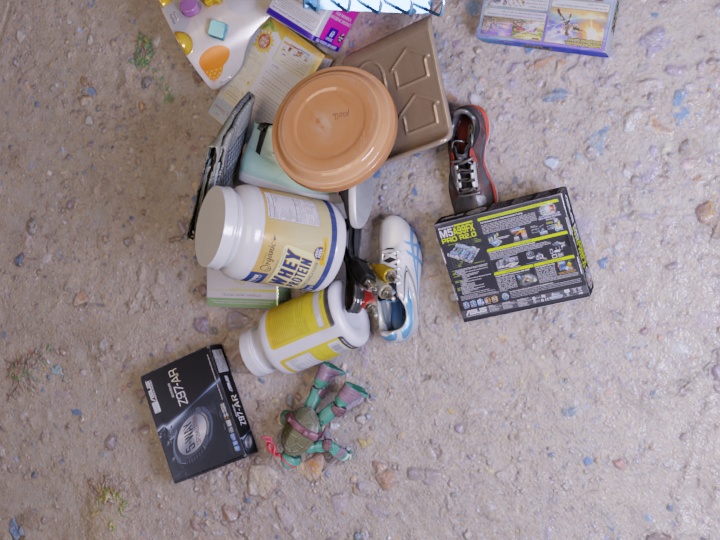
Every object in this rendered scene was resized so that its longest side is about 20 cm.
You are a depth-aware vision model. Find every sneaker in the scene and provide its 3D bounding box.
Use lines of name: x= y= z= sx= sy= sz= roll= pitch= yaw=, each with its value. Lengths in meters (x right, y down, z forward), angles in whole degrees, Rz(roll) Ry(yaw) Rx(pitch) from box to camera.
sneaker: x=-0.039 y=-0.156 z=1.515 sx=0.098 sy=0.071 sz=0.202 roll=-10 pitch=76 yaw=21
sneaker: x=0.055 y=0.012 z=1.527 sx=0.071 sy=0.072 sz=0.202 roll=-4 pitch=87 yaw=26
sneaker: x=0.157 y=-0.152 z=1.473 sx=0.077 sy=0.082 sz=0.202 roll=-7 pitch=87 yaw=25
sneaker: x=-0.095 y=-0.179 z=1.575 sx=0.199 sy=0.074 sz=0.119 roll=16 pitch=105 yaw=10

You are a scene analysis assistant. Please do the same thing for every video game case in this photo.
video game case: x=0.283 y=-0.416 z=1.433 sx=0.199 sy=0.045 sz=0.183 roll=14 pitch=95 yaw=24

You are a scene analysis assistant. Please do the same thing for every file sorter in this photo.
file sorter: x=0.022 y=-0.447 z=1.436 sx=0.198 sy=0.123 sz=0.140 roll=0 pitch=110 yaw=-10

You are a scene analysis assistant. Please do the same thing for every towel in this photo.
towel: x=-0.217 y=-0.163 z=1.560 sx=0.034 sy=0.201 sz=0.193 roll=22 pitch=128 yaw=-1

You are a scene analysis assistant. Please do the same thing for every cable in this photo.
cable: x=0.000 y=0.000 z=1.531 sx=0.097 sy=0.050 sz=0.200 roll=-56 pitch=31 yaw=18

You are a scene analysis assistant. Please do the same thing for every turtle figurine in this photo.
turtle figurine: x=-0.076 y=0.255 z=1.579 sx=0.149 sy=0.101 sz=0.201 roll=34 pitch=98 yaw=21

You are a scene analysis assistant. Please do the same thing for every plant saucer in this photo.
plant saucer: x=-0.043 y=-0.218 z=1.478 sx=0.199 sy=0.032 sz=0.202 roll=-5 pitch=73 yaw=16

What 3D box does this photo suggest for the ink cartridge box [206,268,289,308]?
ink cartridge box: x=-0.190 y=-0.039 z=1.654 sx=0.144 sy=0.048 sz=0.202 roll=1 pitch=93 yaw=25

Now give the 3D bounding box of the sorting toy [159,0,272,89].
sorting toy: x=-0.230 y=-0.443 z=1.633 sx=0.179 sy=0.107 sz=0.201 roll=-32 pitch=64 yaw=7

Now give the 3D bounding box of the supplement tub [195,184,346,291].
supplement tub: x=-0.137 y=-0.051 z=1.485 sx=0.144 sy=0.199 sz=0.146 roll=-26 pitch=59 yaw=56

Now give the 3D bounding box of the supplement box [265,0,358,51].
supplement box: x=-0.046 y=-0.467 z=1.555 sx=0.103 sy=0.101 sz=0.201 roll=34 pitch=104 yaw=20

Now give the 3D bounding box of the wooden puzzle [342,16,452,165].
wooden puzzle: x=0.061 y=-0.269 z=1.520 sx=0.184 sy=0.046 sz=0.202 roll=-15 pitch=79 yaw=41

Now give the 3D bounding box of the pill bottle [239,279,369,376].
pill bottle: x=-0.093 y=0.100 z=1.573 sx=0.199 sy=0.112 sz=0.113 roll=-23 pitch=81 yaw=23

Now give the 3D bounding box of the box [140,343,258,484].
box: x=-0.282 y=0.249 z=1.699 sx=0.159 sy=0.043 sz=0.201 roll=-23 pitch=81 yaw=23

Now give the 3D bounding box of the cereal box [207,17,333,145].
cereal box: x=-0.153 y=-0.308 z=1.639 sx=0.144 sy=0.039 sz=0.201 roll=39 pitch=107 yaw=20

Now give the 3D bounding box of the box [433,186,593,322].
box: x=0.225 y=-0.021 z=1.437 sx=0.199 sy=0.044 sz=0.161 roll=-14 pitch=103 yaw=24
